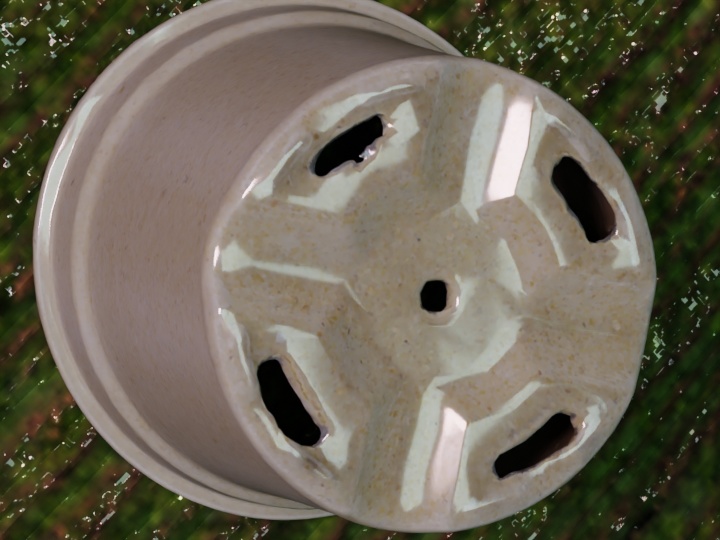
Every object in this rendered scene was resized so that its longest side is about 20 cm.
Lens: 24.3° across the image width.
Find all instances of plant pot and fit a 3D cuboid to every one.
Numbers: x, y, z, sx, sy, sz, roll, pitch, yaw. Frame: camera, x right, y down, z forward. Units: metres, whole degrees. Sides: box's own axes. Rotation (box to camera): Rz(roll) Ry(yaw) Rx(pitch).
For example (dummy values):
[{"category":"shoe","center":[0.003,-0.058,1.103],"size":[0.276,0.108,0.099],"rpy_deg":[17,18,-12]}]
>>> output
[{"category":"plant pot","center":[0.000,0.000,0.547],"size":[0.199,0.183,0.202],"rpy_deg":[-1,94,-15]}]
